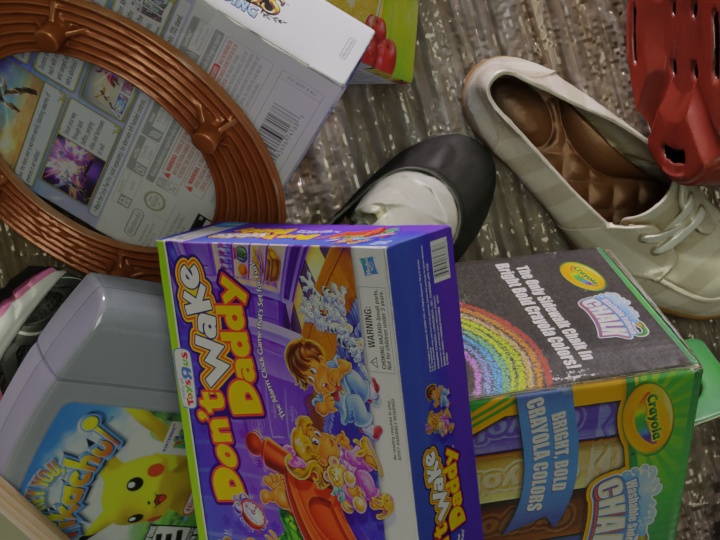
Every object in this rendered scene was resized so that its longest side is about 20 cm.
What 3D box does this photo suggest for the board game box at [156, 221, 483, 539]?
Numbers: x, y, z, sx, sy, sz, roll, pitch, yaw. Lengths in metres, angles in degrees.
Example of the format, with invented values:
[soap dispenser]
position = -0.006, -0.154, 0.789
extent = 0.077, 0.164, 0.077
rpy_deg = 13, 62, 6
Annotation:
[board game box]
position = -0.015, 0.081, 0.669
extent = 0.045, 0.134, 0.201
rpy_deg = -18, 105, -47

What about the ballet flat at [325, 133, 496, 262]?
[ballet flat]
position = 0.000, 0.000, 0.815
extent = 0.200, 0.068, 0.068
rpy_deg = -43, 91, -7

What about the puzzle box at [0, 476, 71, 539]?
[puzzle box]
position = -0.159, 0.197, 0.738
extent = 0.133, 0.025, 0.200
rpy_deg = -36, 112, 13

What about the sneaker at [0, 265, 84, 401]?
[sneaker]
position = -0.189, 0.091, 0.796
extent = 0.086, 0.080, 0.200
rpy_deg = 31, 93, -17

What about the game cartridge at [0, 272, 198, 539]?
[game cartridge]
position = -0.120, 0.098, 0.753
extent = 0.133, 0.040, 0.201
rpy_deg = 11, 115, -32

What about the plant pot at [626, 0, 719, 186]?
[plant pot]
position = 0.250, -0.123, 0.781
extent = 0.194, 0.201, 0.202
rpy_deg = -5, 89, -8

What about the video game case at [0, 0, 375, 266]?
[video game case]
position = -0.111, -0.092, 0.738
extent = 0.181, 0.200, 0.046
rpy_deg = 30, 53, -5

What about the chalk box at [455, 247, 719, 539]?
[chalk box]
position = 0.090, 0.073, 0.771
extent = 0.199, 0.125, 0.124
rpy_deg = -5, 121, -13

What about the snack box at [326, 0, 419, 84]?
[snack box]
position = -0.016, -0.206, 0.783
extent = 0.053, 0.142, 0.201
rpy_deg = 3, 87, 27

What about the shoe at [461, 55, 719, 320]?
[shoe]
position = 0.136, -0.043, 0.840
extent = 0.200, 0.053, 0.070
rpy_deg = 40, 84, -4

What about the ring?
[ring]
position = -0.131, -0.052, 0.746
extent = 0.200, 0.201, 0.019
rpy_deg = 32, 53, -5
